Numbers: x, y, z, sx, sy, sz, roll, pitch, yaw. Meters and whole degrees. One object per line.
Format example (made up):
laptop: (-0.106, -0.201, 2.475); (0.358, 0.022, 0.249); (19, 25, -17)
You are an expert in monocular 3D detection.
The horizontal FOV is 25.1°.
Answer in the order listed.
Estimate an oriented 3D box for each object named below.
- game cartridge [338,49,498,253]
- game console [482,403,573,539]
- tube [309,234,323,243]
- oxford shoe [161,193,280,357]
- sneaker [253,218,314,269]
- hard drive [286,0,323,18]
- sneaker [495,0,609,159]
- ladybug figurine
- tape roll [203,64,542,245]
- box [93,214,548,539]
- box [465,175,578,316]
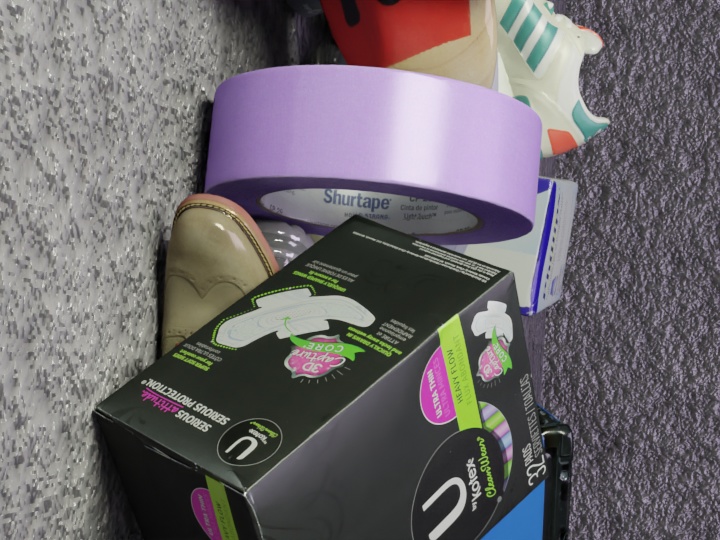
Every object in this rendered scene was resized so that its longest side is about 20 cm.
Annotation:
game cartridge: (0.036, -0.112, 1.106); (0.040, 0.133, 0.202); (-19, 123, -41)
game console: (0.077, 0.196, 1.102); (0.171, 0.117, 0.202); (-144, -128, -65)
tube: (0.000, 0.000, 1.147); (0.052, 0.058, 0.200); (-45, 112, -16)
oxford shoe: (-0.081, 0.056, 0.907); (0.075, 0.070, 0.201); (-57, 148, -55)
sneaker: (-0.047, 0.040, 1.078); (0.200, 0.074, 0.083); (49, 51, -57)
hard drive: (-0.039, -0.258, 1.070); (0.200, 0.042, 0.136); (45, 50, -74)
sneaker: (0.128, -0.182, 1.211); (0.070, 0.093, 0.201); (-89, 162, -83)
ladybug figurine: (0.018, -0.183, 0.989); (0.136, 0.072, 0.201); (-22, -94, 61)
tape roll: (0.008, -0.064, 0.970); (0.200, 0.198, 0.066); (40, 54, -75)
box: (-0.014, 0.093, 0.867); (0.200, 0.124, 0.149); (-36, 129, -31)
box: (0.069, -0.036, 1.288); (0.200, 0.182, 0.106); (-8, 108, -77)
